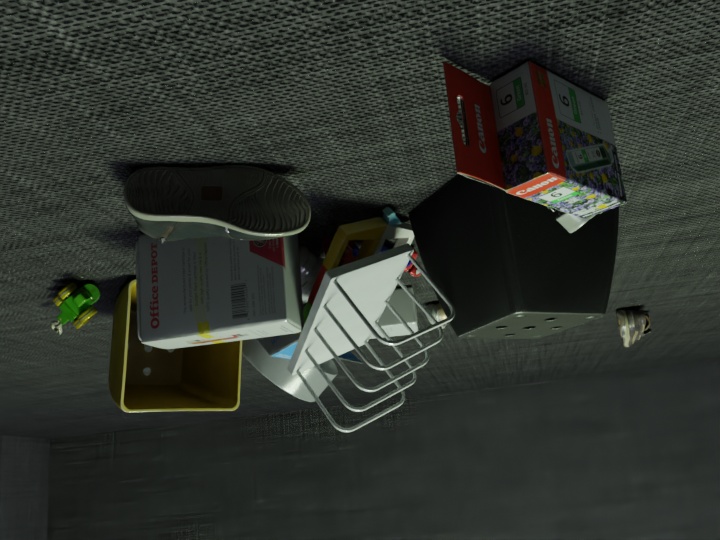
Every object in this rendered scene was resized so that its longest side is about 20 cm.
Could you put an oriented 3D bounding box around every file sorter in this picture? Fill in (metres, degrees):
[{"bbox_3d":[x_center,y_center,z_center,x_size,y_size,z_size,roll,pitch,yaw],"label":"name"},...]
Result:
[{"bbox_3d":[0.015,0.091,0.933,0.138,0.125,0.201,-20,148,-37],"label":"file sorter"}]

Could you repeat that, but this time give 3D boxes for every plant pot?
[{"bbox_3d":[-0.328,0.129,1.217,0.199,0.202,0.176,7,171,-36],"label":"plant pot"},{"bbox_3d":[0.196,-0.014,0.900,0.198,0.179,0.200,3,163,-24],"label":"plant pot"}]

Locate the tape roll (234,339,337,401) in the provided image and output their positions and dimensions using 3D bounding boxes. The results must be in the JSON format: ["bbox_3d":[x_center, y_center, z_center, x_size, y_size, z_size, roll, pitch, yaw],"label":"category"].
[{"bbox_3d":[-0.136,0.145,1.296,0.066,0.200,0.200,-51,154,4],"label":"tape roll"}]

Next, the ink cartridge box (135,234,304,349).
[{"bbox_3d":[-0.182,0.016,0.939,0.198,0.147,0.083,-8,165,10],"label":"ink cartridge box"}]

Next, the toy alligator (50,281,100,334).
[{"bbox_3d":[-0.454,0.057,1.156,0.054,0.059,0.200,-43,-172,-36],"label":"toy alligator"}]

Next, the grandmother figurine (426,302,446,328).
[{"bbox_3d":[0.221,0.074,1.420,0.198,0.061,0.122,-12,135,30],"label":"grandmother figurine"}]

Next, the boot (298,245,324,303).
[{"bbox_3d":[-0.098,0.000,1.072,0.095,0.074,0.199,38,159,-22],"label":"boot"}]

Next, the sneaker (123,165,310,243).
[{"bbox_3d":[-0.158,-0.068,0.812,0.198,0.076,0.106,7,166,-10],"label":"sneaker"}]

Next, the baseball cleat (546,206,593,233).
[{"bbox_3d":[0.195,-0.096,0.750,0.199,0.107,0.070,1,150,-37],"label":"baseball cleat"}]

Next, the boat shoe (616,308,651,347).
[{"bbox_3d":[0.662,0.139,1.730,0.073,0.075,0.200,-11,163,21],"label":"boat shoe"}]

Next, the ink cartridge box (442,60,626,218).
[{"bbox_3d":[0.161,-0.121,0.648,0.199,0.110,0.050,10,158,-42],"label":"ink cartridge box"}]

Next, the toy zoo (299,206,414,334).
[{"bbox_3d":[0.000,0.000,0.975,0.130,0.020,0.201,-5,131,-42],"label":"toy zoo"}]

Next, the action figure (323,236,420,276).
[{"bbox_3d":[0.030,-0.018,1.057,0.065,0.052,0.199,-34,153,29],"label":"action figure"}]

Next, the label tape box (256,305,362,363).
[{"bbox_3d":[-0.109,0.100,1.157,0.063,0.200,0.144,-51,152,8],"label":"label tape box"}]

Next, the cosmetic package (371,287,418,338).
[{"bbox_3d":[0.006,0.087,1.356,0.198,0.072,0.102,-6,164,5],"label":"cosmetic package"}]
